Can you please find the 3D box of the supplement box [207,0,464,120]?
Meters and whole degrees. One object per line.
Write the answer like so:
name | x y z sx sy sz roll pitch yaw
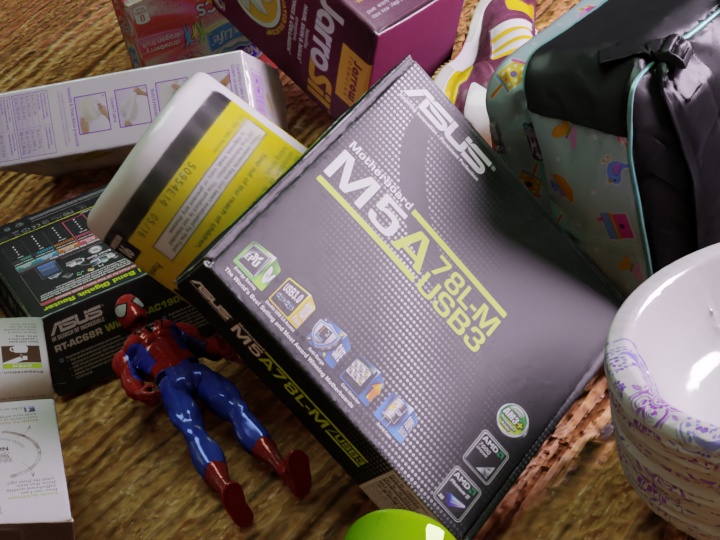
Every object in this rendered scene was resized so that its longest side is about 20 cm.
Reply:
supplement box | -0.024 -0.220 1.315 0.103 0.131 0.200 -34 66 -28

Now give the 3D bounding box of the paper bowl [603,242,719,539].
paper bowl | 0.224 0.069 0.832 0.200 0.105 0.201 -11 30 6

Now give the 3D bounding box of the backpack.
backpack | 0.175 -0.068 0.994 0.153 0.201 0.176 12 43 46

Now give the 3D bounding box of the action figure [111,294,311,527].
action figure | -0.099 0.069 0.999 0.065 0.052 0.200 -29 39 -16

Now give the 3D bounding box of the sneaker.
sneaker | 0.119 -0.151 1.290 0.090 0.075 0.200 9 42 19

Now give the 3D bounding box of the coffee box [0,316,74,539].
coffee box | -0.199 0.122 0.893 0.079 0.115 0.200 -2 27 -14

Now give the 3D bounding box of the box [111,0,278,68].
box | -0.107 -0.229 1.474 0.199 0.103 0.095 -21 30 -11

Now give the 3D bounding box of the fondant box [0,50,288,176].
fondant box | -0.166 -0.116 1.290 0.199 0.059 0.144 -10 0 8

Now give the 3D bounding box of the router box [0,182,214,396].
router box | -0.145 -0.007 1.153 0.199 0.062 0.150 -23 31 -17

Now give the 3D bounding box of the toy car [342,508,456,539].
toy car | 0.055 0.220 0.663 0.199 0.158 0.165 22 40 2

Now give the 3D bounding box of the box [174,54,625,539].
box | 0.031 0.016 0.908 0.193 0.200 0.047 -46 7 -33

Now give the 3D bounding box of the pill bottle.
pill bottle | -0.046 -0.012 0.976 0.114 0.200 0.114 -53 5 7
